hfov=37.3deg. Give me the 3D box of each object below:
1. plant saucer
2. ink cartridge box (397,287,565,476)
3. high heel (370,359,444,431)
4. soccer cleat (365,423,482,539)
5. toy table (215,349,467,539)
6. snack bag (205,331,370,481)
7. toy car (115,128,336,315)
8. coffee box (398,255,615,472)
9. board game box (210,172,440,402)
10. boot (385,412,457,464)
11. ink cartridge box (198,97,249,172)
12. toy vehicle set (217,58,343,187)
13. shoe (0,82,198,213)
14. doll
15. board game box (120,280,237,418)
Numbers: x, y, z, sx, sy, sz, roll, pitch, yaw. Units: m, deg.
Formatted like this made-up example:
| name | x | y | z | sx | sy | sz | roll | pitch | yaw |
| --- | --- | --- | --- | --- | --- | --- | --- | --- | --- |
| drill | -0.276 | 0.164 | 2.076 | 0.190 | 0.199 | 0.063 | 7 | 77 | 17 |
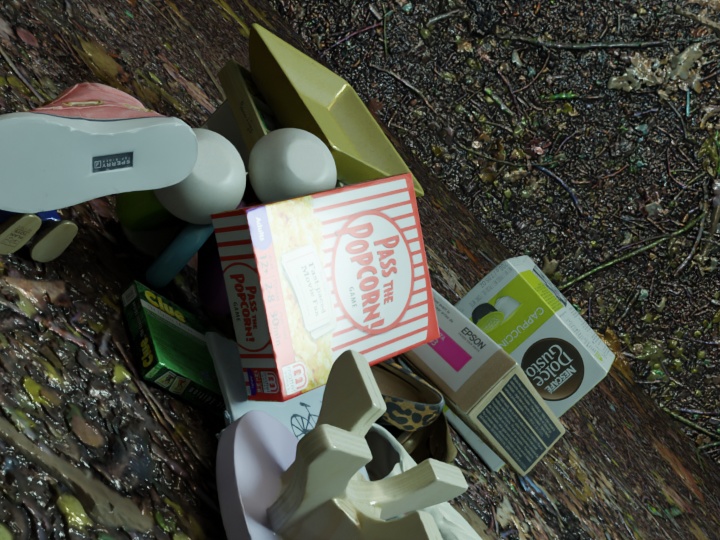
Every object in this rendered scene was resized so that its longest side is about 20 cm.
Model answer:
| name | x | y | z | sx | sy | sz | roll | pitch | yaw |
| --- | --- | --- | --- | --- | --- | --- | --- | --- | --- |
| plant saucer | -0.037 | -0.164 | 1.195 | 0.199 | 0.048 | 0.201 | 21 | 33 | -55 |
| ink cartridge box | 0.103 | 0.101 | 1.110 | 0.200 | 0.075 | 0.165 | 43 | -5 | 41 |
| high heel | -0.013 | 0.080 | 1.013 | 0.200 | 0.142 | 0.072 | 46 | 57 | -24 |
| soccer cleat | 0.046 | 0.215 | 0.950 | 0.200 | 0.069 | 0.078 | 49 | -8 | 40 |
| toy table | -0.012 | 0.165 | 0.751 | 0.183 | 0.117 | 0.201 | 16 | 41 | -60 |
| snack bag | -0.053 | 0.151 | 0.882 | 0.188 | 0.021 | 0.201 | 29 | 32 | -50 |
| toy car | -0.117 | -0.035 | 0.960 | 0.198 | 0.175 | 0.151 | -4 | 77 | -29 |
| coffee box | 0.204 | 0.119 | 1.445 | 0.198 | 0.200 | 0.200 | 49 | 13 | 9 |
| board game box | -0.023 | 0.008 | 0.893 | 0.199 | 0.046 | 0.153 | -18 | 100 | -46 |
| boot | 0.067 | 0.183 | 1.131 | 0.076 | 0.073 | 0.200 | 59 | 13 | 7 |
| ink cartridge box | -0.132 | -0.140 | 1.311 | 0.129 | 0.125 | 0.200 | 45 | 13 | -5 |
| toy vehicle set | -0.081 | -0.137 | 1.160 | 0.124 | 0.026 | 0.201 | 30 | 25 | -43 |
| shoe | -0.227 | -0.096 | 0.805 | 0.199 | 0.072 | 0.091 | -11 | 30 | -42 |
| doll | -0.299 | -0.098 | 0.831 | 0.200 | 0.048 | 0.136 | 53 | 17 | 23 |
| board game box | -0.117 | 0.089 | 0.915 | 0.200 | 0.023 | 0.105 | 36 | 19 | -41 |
